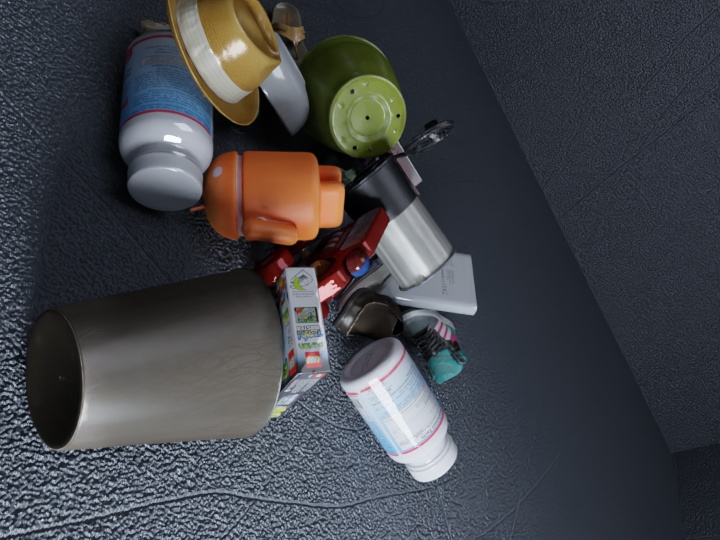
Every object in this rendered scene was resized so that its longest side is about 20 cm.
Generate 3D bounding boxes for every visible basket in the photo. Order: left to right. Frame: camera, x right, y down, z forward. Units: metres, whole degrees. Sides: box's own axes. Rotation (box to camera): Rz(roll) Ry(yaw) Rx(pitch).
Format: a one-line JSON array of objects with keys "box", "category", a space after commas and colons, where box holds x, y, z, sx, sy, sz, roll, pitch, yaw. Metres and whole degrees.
[{"box": [-0.189, 0.090, 0.529, 0.198, 0.134, 0.185, -1, 94, -52], "category": "basket"}]

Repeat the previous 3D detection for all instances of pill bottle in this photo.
[{"box": [-0.233, -0.180, 0.677, 0.108, 0.107, 0.204, 26, 48, -47], "category": "pill bottle"}, {"box": [0.063, 0.213, 0.847, 0.202, 0.107, 0.109, 58, 31, -13], "category": "pill bottle"}]

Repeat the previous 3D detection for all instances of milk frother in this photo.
[{"box": [0.096, -0.108, 0.895, 0.189, 0.198, 0.181, 52, 44, -12], "category": "milk frother"}]

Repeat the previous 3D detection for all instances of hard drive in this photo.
[{"box": [0.115, 0.012, 1.050, 0.195, 0.027, 0.134, 9, 50, -7], "category": "hard drive"}]

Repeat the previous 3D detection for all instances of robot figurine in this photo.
[{"box": [-0.120, -0.097, 0.739, 0.117, 0.195, 0.147, 127, -38, -75], "category": "robot figurine"}]

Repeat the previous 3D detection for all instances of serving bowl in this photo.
[{"box": [-0.136, -0.319, 0.891, 0.202, 0.065, 0.200, 60, 3, -5], "category": "serving bowl"}]

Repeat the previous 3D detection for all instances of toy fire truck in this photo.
[{"box": [-0.048, -0.009, 0.786, 0.113, 0.166, 0.201, 54, 32, -16], "category": "toy fire truck"}]

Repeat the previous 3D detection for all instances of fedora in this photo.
[{"box": [-0.155, -0.283, 0.692, 0.200, 0.080, 0.205, -16, 91, -75], "category": "fedora"}]

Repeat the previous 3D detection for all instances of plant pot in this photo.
[{"box": [-0.007, -0.282, 0.955, 0.200, 0.200, 0.194, 45, 9, -29], "category": "plant pot"}]

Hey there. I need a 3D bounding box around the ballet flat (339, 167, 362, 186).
[{"box": [-0.052, -0.152, 1.004, 0.199, 0.073, 0.075, -22, 87, -62], "category": "ballet flat"}]

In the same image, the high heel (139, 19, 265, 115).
[{"box": [-0.231, -0.303, 0.841, 0.199, 0.072, 0.143, 37, 17, -22], "category": "high heel"}]

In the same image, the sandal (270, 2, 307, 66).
[{"box": [-0.133, -0.449, 1.059, 0.079, 0.054, 0.204, 3, 58, -21], "category": "sandal"}]

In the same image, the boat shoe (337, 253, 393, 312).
[{"box": [0.000, 0.000, 0.973, 0.092, 0.076, 0.199, 34, 43, 17], "category": "boat shoe"}]

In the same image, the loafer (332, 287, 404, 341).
[{"box": [0.026, 0.076, 0.903, 0.071, 0.074, 0.199, 40, 16, 21], "category": "loafer"}]

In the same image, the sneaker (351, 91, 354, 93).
[{"box": [-0.053, -0.344, 1.105, 0.202, 0.086, 0.074, 59, 30, -9], "category": "sneaker"}]

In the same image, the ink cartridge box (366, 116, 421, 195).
[{"box": [0.063, -0.260, 1.186, 0.201, 0.044, 0.176, 55, -3, -18], "category": "ink cartridge box"}]

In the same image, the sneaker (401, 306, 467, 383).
[{"box": [0.138, 0.149, 1.063, 0.199, 0.083, 0.123, 25, 39, -50], "category": "sneaker"}]

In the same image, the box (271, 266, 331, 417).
[{"box": [-0.087, 0.089, 0.631, 0.034, 0.200, 0.112, 0, 64, -24], "category": "box"}]

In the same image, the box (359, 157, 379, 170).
[{"box": [0.041, -0.190, 1.124, 0.143, 0.036, 0.201, 50, 12, -28], "category": "box"}]
